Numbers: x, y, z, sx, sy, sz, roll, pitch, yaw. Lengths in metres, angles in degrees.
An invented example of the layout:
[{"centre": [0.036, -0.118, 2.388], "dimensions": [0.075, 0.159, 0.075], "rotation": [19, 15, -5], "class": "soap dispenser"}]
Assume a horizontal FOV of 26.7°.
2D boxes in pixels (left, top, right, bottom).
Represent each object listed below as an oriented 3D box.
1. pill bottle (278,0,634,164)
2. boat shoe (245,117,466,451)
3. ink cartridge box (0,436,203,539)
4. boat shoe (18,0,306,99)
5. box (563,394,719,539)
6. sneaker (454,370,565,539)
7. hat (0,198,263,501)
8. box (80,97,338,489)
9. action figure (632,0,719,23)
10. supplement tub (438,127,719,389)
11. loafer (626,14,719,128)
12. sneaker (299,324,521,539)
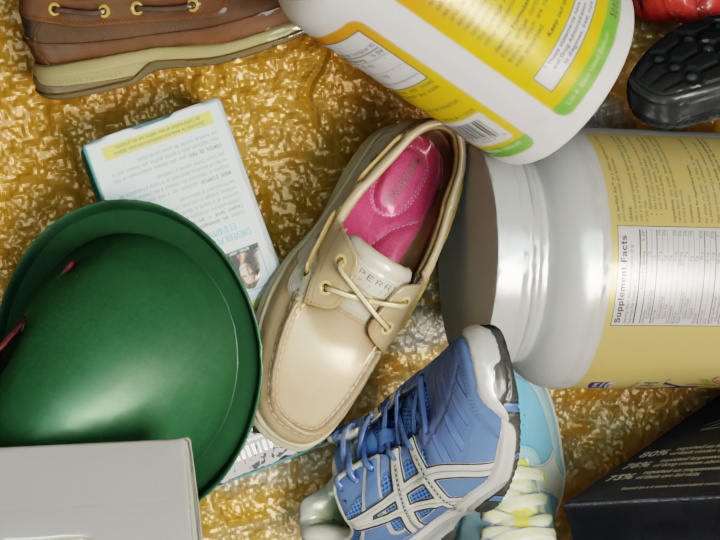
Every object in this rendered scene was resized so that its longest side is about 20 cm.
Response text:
[{"centre": [0.029, -0.146, 0.744], "dimensions": [0.199, 0.111, 0.112], "rotation": [30, 83, -26], "class": "pill bottle"}, {"centre": [0.000, 0.000, 0.816], "dimensions": [0.073, 0.069, 0.202], "rotation": [29, 70, -15], "class": "boat shoe"}, {"centre": [-0.153, 0.177, 0.759], "dimensions": [0.143, 0.201, 0.084], "rotation": [-2, 47, -11], "class": "ink cartridge box"}, {"centre": [-0.089, -0.148, 0.812], "dimensions": [0.198, 0.072, 0.068], "rotation": [-13, 112, 7], "class": "boat shoe"}, {"centre": [0.236, 0.130, 0.832], "dimensions": [0.199, 0.147, 0.105], "rotation": [-24, 96, -38], "class": "box"}, {"centre": [0.091, 0.149, 0.845], "dimensions": [0.079, 0.131, 0.203], "rotation": [2, 89, -10], "class": "sneaker"}, {"centre": [-0.165, 0.068, 0.742], "dimensions": [0.165, 0.176, 0.201], "rotation": [35, 108, 16], "class": "hat"}, {"centre": [-0.085, 0.013, 0.850], "dimensions": [0.082, 0.049, 0.202], "rotation": [-20, 94, -12], "class": "box"}, {"centre": [0.164, -0.200, 0.858], "dimensions": [0.199, 0.065, 0.100], "rotation": [19, 84, -54], "class": "action figure"}, {"centre": [0.154, -0.006, 0.852], "dimensions": [0.197, 0.145, 0.147], "rotation": [1, 89, -11], "class": "supplement tub"}, {"centre": [0.232, -0.114, 0.888], "dimensions": [0.199, 0.068, 0.071], "rotation": [-23, 134, -32], "class": "loafer"}, {"centre": [0.026, 0.101, 0.804], "dimensions": [0.076, 0.201, 0.076], "rotation": [5, 48, -19], "class": "sneaker"}]
